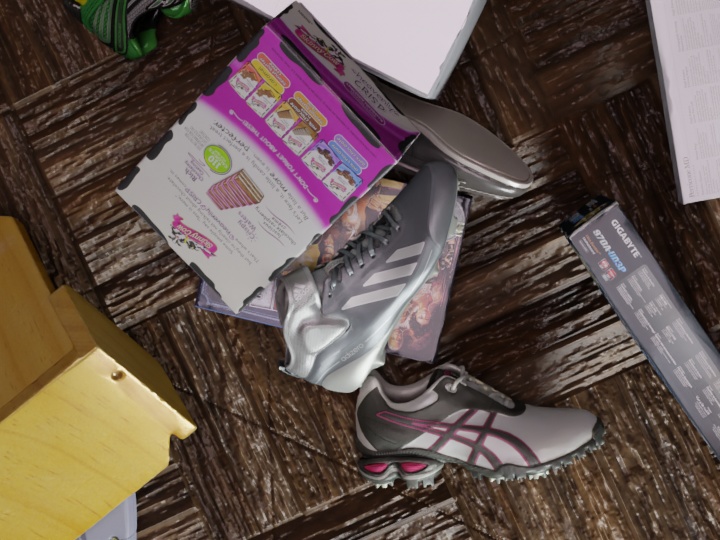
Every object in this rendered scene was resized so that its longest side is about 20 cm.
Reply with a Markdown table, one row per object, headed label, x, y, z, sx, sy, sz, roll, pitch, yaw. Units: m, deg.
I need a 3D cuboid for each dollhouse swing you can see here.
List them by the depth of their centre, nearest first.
| label | x | y | z | sx | sy | sz | roll | pitch | yaw |
| --- | --- | --- | --- | --- | --- | --- | --- | --- | --- |
| dollhouse swing | -0.274 | 0.092 | 1.353 | 0.200 | 0.176 | 0.182 | -39 | 132 | 7 |

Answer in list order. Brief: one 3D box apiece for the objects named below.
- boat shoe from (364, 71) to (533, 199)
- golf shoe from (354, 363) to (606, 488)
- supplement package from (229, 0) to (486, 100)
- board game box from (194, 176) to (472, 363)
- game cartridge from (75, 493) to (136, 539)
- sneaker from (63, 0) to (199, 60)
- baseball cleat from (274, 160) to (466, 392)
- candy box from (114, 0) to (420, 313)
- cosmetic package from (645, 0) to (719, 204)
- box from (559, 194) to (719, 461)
| label | x | y | z | sx | sy | sz | roll | pitch | yaw |
| --- | --- | --- | --- | --- | --- | --- | --- | --- | --- |
| boat shoe | 0.039 | -0.100 | 1.330 | 0.199 | 0.067 | 0.057 | 28 | 123 | 6 |
| golf shoe | 0.092 | 0.118 | 1.329 | 0.198 | 0.077 | 0.089 | -5 | 101 | 6 |
| supplement package | -0.006 | -0.225 | 1.289 | 0.199 | 0.120 | 0.122 | 27 | 96 | 3 |
| board game box | -0.021 | -0.015 | 1.352 | 0.198 | 0.035 | 0.137 | 13 | 97 | 4 |
| game cartridge | -0.254 | 0.169 | 1.392 | 0.132 | 0.042 | 0.202 | -10 | 94 | 2 |
| sneaker | -0.140 | -0.249 | 1.310 | 0.085 | 0.078 | 0.200 | 44 | 118 | 5 |
| baseball cleat | 0.000 | 0.000 | 1.281 | 0.106 | 0.070 | 0.201 | 19 | 104 | -24 |
| candy box | -0.071 | -0.081 | 1.261 | 0.136 | 0.061 | 0.200 | 46 | 123 | -4 |
| cosmetic package | 0.268 | -0.157 | 1.304 | 0.082 | 0.051 | 0.202 | -9 | 94 | 4 |
| box | 0.223 | 0.039 | 1.272 | 0.046 | 0.159 | 0.201 | -35 | 90 | 6 |
